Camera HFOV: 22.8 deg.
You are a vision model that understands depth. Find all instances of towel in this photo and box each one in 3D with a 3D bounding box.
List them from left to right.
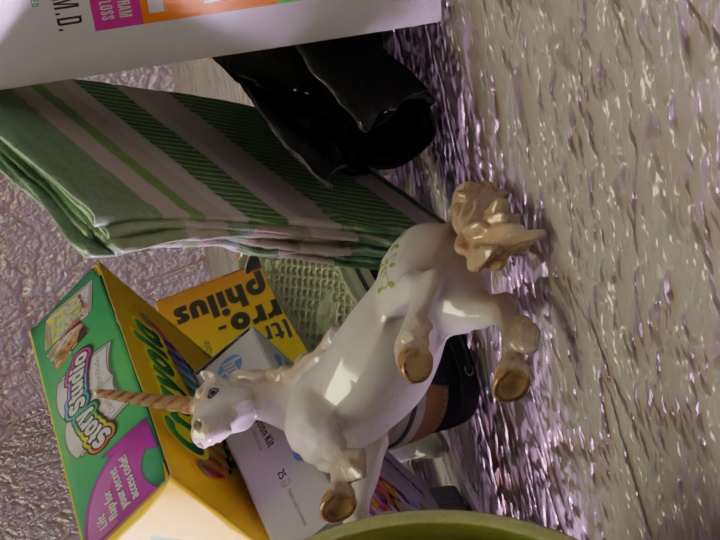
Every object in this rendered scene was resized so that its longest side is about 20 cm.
[{"bbox_3d":[-0.069,-0.042,0.758,0.153,0.200,0.023,39,116,40],"label":"towel"}]

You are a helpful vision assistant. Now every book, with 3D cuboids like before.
[{"bbox_3d":[-0.072,-0.143,0.681,0.134,0.200,0.048,85,172,-48],"label":"book"}]

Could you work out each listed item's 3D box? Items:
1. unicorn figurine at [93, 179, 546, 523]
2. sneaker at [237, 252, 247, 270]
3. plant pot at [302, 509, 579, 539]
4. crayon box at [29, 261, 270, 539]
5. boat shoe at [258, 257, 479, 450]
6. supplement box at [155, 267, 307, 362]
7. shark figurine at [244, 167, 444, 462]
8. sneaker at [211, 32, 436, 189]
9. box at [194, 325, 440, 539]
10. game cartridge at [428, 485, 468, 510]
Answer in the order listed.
[{"bbox_3d":[-0.003,0.044,0.697,0.074,0.200,0.137,44,-168,-28],"label":"unicorn figurine"},{"bbox_3d":[-0.040,-0.048,1.164,0.200,0.078,0.077,91,-174,-63],"label":"sneaker"},{"bbox_3d":[0.039,0.176,0.574,0.200,0.187,0.187,46,-151,-75],"label":"plant pot"},{"bbox_3d":[-0.068,0.106,0.851,0.173,0.058,0.200,44,-173,-31],"label":"crayon box"},{"bbox_3d":[0.000,0.000,0.868,0.075,0.062,0.200,-55,48,38],"label":"boat shoe"},{"bbox_3d":[-0.055,0.087,1.196,0.200,0.109,0.110,79,169,-63],"label":"supplement box"},{"bbox_3d":[-0.017,0.013,0.991,0.128,0.089,0.215,-115,16,-65],"label":"shark figurine"},{"bbox_3d":[-0.008,-0.080,0.804,0.104,0.060,0.200,43,-167,14],"label":"sneaker"},{"bbox_3d":[0.012,0.131,0.788,0.156,0.041,0.200,46,-174,-36],"label":"box"},{"bbox_3d":[0.063,0.228,0.945,0.130,0.038,0.200,-129,27,-65],"label":"game cartridge"}]
